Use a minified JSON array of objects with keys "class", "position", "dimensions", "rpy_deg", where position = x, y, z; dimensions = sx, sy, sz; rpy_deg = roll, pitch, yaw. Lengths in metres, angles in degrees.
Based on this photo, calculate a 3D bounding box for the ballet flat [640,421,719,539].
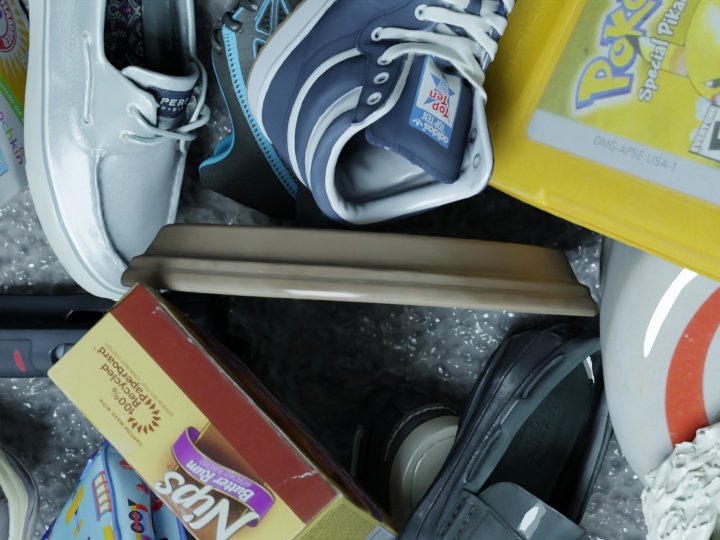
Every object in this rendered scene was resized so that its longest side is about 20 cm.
[{"class":"ballet flat","position":[0.191,0.059,0.708],"dimensions":[0.200,0.072,0.072],"rpy_deg":[-38,98,19]}]

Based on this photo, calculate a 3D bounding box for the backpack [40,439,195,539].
[{"class":"backpack","position":[-0.103,0.203,0.946],"dimensions":[0.134,0.183,0.200],"rpy_deg":[18,125,-28]}]

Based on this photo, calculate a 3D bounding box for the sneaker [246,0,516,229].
[{"class":"sneaker","position":[0.036,-0.105,0.747],"dimensions":[0.070,0.109,0.200],"rpy_deg":[26,112,-32]}]

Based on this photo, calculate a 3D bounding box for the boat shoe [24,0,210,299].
[{"class":"boat shoe","position":[-0.104,-0.084,0.861],"dimensions":[0.071,0.070,0.201],"rpy_deg":[7,105,46]}]

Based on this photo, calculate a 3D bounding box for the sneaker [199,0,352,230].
[{"class":"sneaker","position":[-0.028,-0.111,0.848],"dimensions":[0.082,0.073,0.200],"rpy_deg":[13,115,13]}]

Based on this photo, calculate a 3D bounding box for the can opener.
[{"class":"can opener","position":[-0.152,0.035,0.954],"dimensions":[0.200,0.063,0.079],"rpy_deg":[0,109,17]}]

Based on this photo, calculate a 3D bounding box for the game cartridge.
[{"class":"game cartridge","position":[0.123,-0.096,0.737],"dimensions":[0.200,0.032,0.177],"rpy_deg":[26,90,45]}]

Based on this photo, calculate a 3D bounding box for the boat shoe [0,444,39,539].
[{"class":"boat shoe","position":[-0.246,0.089,0.970],"dimensions":[0.200,0.073,0.075],"rpy_deg":[24,106,34]}]

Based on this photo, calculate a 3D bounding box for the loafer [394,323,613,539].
[{"class":"loafer","position":[0.062,0.112,0.856],"dimensions":[0.068,0.201,0.070],"rpy_deg":[34,157,-24]}]

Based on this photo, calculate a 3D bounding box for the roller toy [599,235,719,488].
[{"class":"roller toy","position":[0.191,0.014,0.799],"dimensions":[0.182,0.140,0.200],"rpy_deg":[35,114,-11]}]

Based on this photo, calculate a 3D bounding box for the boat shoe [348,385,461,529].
[{"class":"boat shoe","position":[0.023,0.147,0.966],"dimensions":[0.063,0.073,0.200],"rpy_deg":[39,135,46]}]

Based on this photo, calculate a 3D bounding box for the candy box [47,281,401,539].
[{"class":"candy box","position":[-0.049,0.080,0.820],"dimensions":[0.056,0.200,0.117],"rpy_deg":[-43,76,-4]}]

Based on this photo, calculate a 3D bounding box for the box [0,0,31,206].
[{"class":"box","position":[-0.221,-0.061,0.857],"dimensions":[0.101,0.200,0.113],"rpy_deg":[-18,105,22]}]

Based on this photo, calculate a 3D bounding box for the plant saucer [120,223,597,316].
[{"class":"plant saucer","position":[0.000,0.000,0.817],"dimensions":[0.200,0.200,0.030],"rpy_deg":[3,88,15]}]
